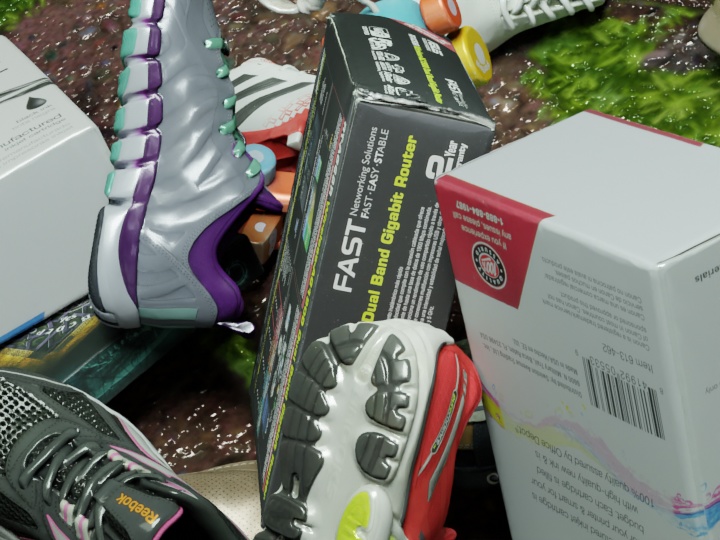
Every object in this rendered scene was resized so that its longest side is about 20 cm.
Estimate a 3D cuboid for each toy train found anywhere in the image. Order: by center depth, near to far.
[{"bbox_3d":[-0.012,-0.061,1.017,0.149,0.201,0.056,9,48,-5],"label":"toy train"}]

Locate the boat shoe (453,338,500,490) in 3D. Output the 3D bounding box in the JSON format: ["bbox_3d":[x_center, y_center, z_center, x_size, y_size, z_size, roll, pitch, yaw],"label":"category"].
[{"bbox_3d":[0.118,0.051,0.929,0.199,0.063,0.075,-15,25,-20],"label":"boat shoe"}]

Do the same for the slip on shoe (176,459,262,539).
[{"bbox_3d":[-0.113,0.126,0.949,0.198,0.061,0.076,-14,45,8],"label":"slip on shoe"}]

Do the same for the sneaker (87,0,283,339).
[{"bbox_3d":[-0.076,-0.068,0.984,0.087,0.074,0.202,8,87,-1],"label":"sneaker"}]

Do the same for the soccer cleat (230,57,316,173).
[{"bbox_3d":[-0.034,-0.084,1.114,0.198,0.069,0.086,-7,50,20],"label":"soccer cleat"}]

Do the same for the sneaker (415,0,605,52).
[{"bbox_3d":[0.098,-0.168,1.137,0.200,0.073,0.071,-42,45,-20],"label":"sneaker"}]

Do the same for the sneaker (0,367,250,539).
[{"bbox_3d":[-0.099,0.106,0.883,0.199,0.086,0.081,34,70,7],"label":"sneaker"}]

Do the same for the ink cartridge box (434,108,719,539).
[{"bbox_3d":[0.116,0.055,0.790,0.082,0.201,0.145,-25,26,-24],"label":"ink cartridge box"}]

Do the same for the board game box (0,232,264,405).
[{"bbox_3d":[-0.161,0.039,1.033,0.200,0.028,0.135,-40,30,-26],"label":"board game box"}]

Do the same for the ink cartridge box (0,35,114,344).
[{"bbox_3d":[-0.213,-0.038,1.086,0.145,0.085,0.200,-32,29,-11],"label":"ink cartridge box"}]

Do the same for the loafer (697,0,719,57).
[{"bbox_3d":[0.249,-0.109,1.013,0.076,0.068,0.200,-7,31,-40],"label":"loafer"}]

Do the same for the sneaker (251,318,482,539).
[{"bbox_3d":[0.002,0.119,0.813,0.077,0.085,0.201,27,100,38],"label":"sneaker"}]

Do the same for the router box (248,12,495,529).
[{"bbox_3d":[0.000,0.000,0.900,0.062,0.202,0.150,10,19,-8],"label":"router box"}]
